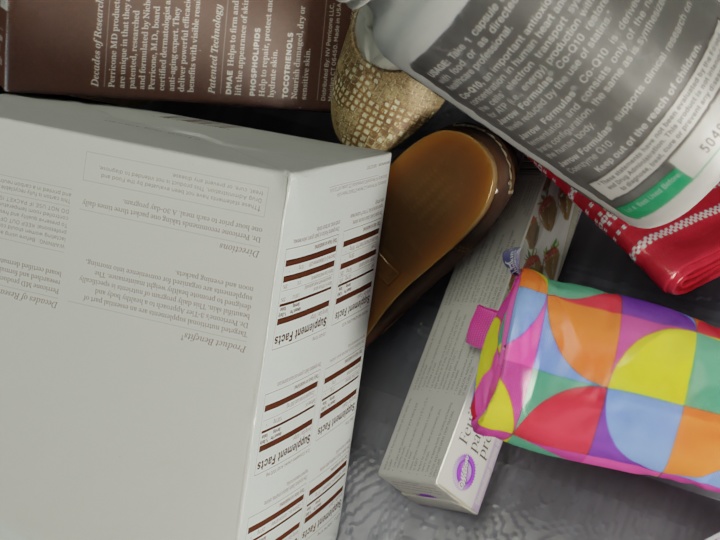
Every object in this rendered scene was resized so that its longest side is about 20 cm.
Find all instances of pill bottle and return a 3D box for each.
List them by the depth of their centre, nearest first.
[{"bbox_3d":[0.077,-0.116,0.714,0.199,0.113,0.114,32,72,-14],"label":"pill bottle"}]

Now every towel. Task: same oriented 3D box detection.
[{"bbox_3d":[0.133,-0.073,0.832,0.144,0.023,0.200,-20,55,-38],"label":"towel"}]

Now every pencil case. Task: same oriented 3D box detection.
[{"bbox_3d":[0.146,0.056,0.749,0.198,0.089,0.089,16,68,1],"label":"pencil case"}]

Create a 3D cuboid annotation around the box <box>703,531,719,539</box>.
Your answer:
[{"bbox_3d":[0.126,0.215,0.726,0.199,0.039,0.138,-27,63,-1],"label":"box"}]

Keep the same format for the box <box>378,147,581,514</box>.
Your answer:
[{"bbox_3d":[0.066,0.022,0.827,0.041,0.039,0.201,1,62,42],"label":"box"}]

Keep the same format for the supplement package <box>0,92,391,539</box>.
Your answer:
[{"bbox_3d":[-0.106,0.032,0.763,0.189,0.147,0.202,12,101,17],"label":"supplement package"}]

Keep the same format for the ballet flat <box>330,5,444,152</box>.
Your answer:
[{"bbox_3d":[0.039,-0.151,0.797,0.070,0.065,0.201,27,83,23],"label":"ballet flat"}]

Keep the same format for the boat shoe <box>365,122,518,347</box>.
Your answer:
[{"bbox_3d":[0.000,0.000,0.837,0.199,0.070,0.071,-36,86,19],"label":"boat shoe"}]

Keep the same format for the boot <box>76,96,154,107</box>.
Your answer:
[{"bbox_3d":[-0.112,-0.190,0.965,0.200,0.071,0.144,-35,57,-11],"label":"boot"}]

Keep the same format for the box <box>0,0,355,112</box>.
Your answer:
[{"bbox_3d":[-0.090,-0.126,0.850,0.198,0.100,0.076,4,103,-19],"label":"box"}]

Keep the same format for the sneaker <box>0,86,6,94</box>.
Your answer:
[{"bbox_3d":[-0.217,-0.136,0.956,0.078,0.075,0.201,25,71,26],"label":"sneaker"}]
